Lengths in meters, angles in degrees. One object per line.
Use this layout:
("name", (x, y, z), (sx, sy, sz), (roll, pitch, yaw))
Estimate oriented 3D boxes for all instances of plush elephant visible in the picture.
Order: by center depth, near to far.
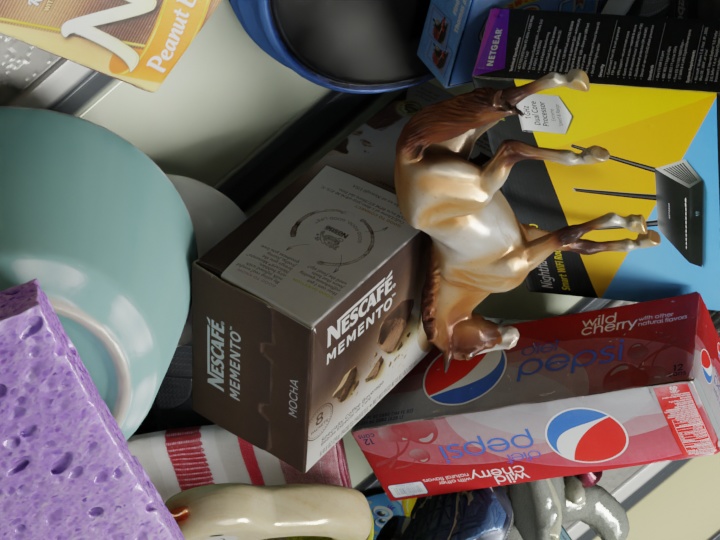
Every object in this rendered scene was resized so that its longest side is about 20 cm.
("plush elephant", (0.119, 0.110, 1.417), (0.200, 0.165, 0.155), (6, 88, -20))

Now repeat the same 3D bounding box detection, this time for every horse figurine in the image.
("horse figurine", (0.069, -0.033, 1.139), (0.132, 0.050, 0.200), (-15, 141, 16))

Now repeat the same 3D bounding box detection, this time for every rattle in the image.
("rattle", (-0.071, 0.177, 1.219), (0.200, 0.130, 0.143), (23, 71, -62))

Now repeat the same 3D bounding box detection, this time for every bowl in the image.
("bowl", (-0.175, 0.031, 1.128), (0.201, 0.105, 0.201), (-6, 127, -8))
("bowl", (0.026, -0.177, 1.164), (0.201, 0.039, 0.201), (-20, 138, -19))

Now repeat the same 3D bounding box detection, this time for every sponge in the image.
("sponge", (-0.166, 0.100, 1.095), (0.112, 0.030, 0.200), (-21, 126, 4))

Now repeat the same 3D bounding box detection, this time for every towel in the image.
("towel", (-0.101, 0.148, 1.335), (0.200, 0.023, 0.144), (-6, 131, 6))

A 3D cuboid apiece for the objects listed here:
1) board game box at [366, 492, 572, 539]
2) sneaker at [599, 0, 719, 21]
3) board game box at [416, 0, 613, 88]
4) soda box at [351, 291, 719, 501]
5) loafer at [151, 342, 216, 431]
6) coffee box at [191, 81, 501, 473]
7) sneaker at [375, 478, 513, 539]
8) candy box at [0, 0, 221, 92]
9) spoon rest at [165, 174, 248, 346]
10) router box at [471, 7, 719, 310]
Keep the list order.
("board game box", (0.033, 0.215, 1.511), (0.200, 0.103, 0.105), (-10, 137, -28))
("sneaker", (0.173, -0.119, 1.176), (0.076, 0.088, 0.200), (-15, 139, -31))
("board game box", (0.118, -0.193, 1.153), (0.151, 0.037, 0.200), (-15, 138, -31))
("soda box", (0.100, 0.071, 1.256), (0.200, 0.070, 0.063), (-10, 130, 22))
("loafer", (-0.086, 0.068, 1.327), (0.072, 0.063, 0.200), (6, 128, 0))
("coffee box", (0.000, 0.000, 1.231), (0.200, 0.080, 0.113), (-42, 150, -38))
("sneaker", (0.063, 0.171, 1.351), (0.077, 0.085, 0.200), (-67, -173, -23))
("candy box", (-0.092, -0.187, 1.055), (0.115, 0.055, 0.200), (19, 117, -45))
("spoon rest", (-0.132, 0.032, 1.242), (0.099, 0.061, 0.200), (30, 110, -14))
("router box", (0.149, -0.054, 1.188), (0.149, 0.051, 0.200), (6, 148, 18))
